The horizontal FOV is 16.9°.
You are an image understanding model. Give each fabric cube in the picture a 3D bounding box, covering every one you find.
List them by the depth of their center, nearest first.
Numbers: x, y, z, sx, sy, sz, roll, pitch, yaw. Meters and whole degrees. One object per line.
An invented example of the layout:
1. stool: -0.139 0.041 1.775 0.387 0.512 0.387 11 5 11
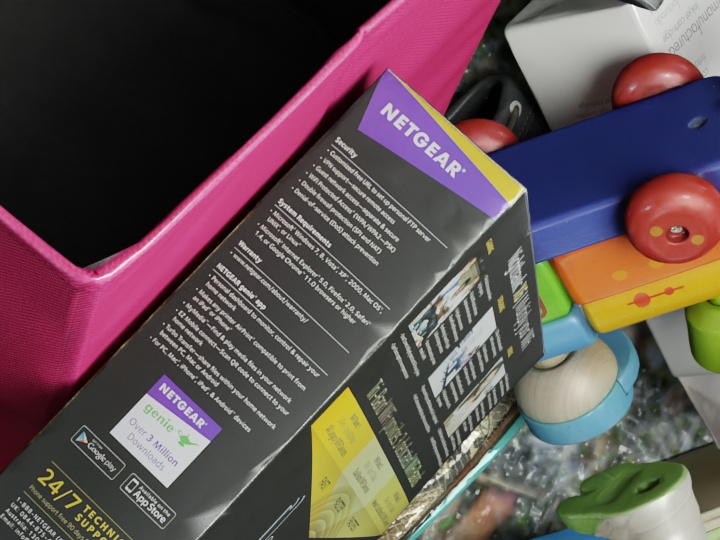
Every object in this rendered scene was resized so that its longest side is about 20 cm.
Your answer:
1. fabric cube: -0.087 -0.084 0.685 0.196 0.199 0.200 43 66 6

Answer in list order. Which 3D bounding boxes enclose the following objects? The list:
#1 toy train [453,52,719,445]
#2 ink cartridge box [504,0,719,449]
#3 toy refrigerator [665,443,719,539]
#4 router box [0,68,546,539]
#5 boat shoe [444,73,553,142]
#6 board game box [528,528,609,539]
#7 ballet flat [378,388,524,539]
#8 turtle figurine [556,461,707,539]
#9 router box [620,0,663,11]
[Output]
1. toy train: 0.124 -0.012 0.848 0.199 0.085 0.116 -19 128 16
2. ink cartridge box: 0.148 -0.040 0.940 0.116 0.067 0.201 -46 116 -38
3. toy refrigerator: 0.200 0.103 1.009 0.199 0.070 0.076 -17 106 -20
4. router box: -0.019 0.044 0.700 0.052 0.200 0.157 42 83 14
5. boat shoe: 0.000 0.000 0.903 0.200 0.070 0.066 -40 113 -15
6. board game box: 0.028 0.213 0.912 0.195 0.056 0.201 -10 112 -44
7. ballet flat: -0.016 0.107 0.925 0.075 0.068 0.200 36 78 -3
8. turtle figurine: 0.102 0.174 0.877 0.144 0.200 0.194 -30 107 -3
9. router box: 0.052 -0.200 0.797 0.200 0.051 0.150 31 93 -19
